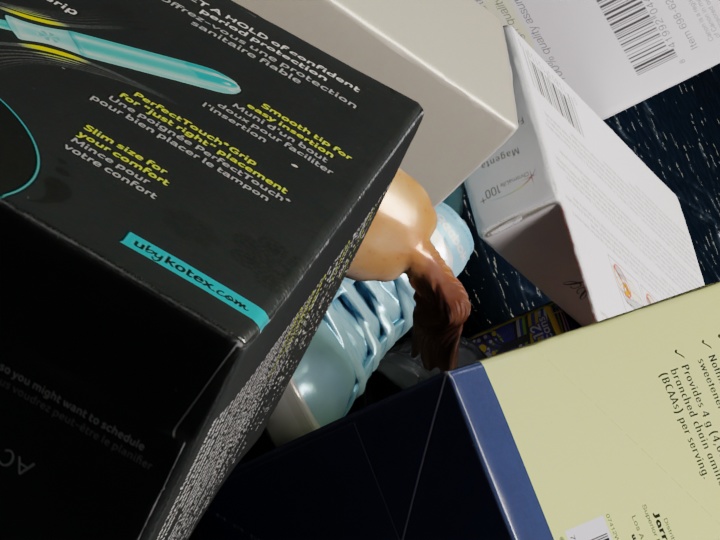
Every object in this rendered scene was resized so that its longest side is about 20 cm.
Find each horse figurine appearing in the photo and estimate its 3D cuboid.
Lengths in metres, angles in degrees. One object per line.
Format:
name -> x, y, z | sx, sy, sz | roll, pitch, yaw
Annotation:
horse figurine -> -0.031, -0.032, 1.074 | 0.200, 0.050, 0.133 | 33, -6, -10

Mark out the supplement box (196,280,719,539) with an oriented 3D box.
supplement box -> 0.078, 0.128, 1.077 | 0.199, 0.134, 0.201 | -15, 82, -51

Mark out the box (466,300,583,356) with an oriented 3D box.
box -> 0.100, 0.116, 1.331 | 0.201, 0.070, 0.064 | 67, 18, 1

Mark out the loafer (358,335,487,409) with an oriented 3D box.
loafer -> 0.051, 0.122, 1.211 | 0.070, 0.068, 0.201 | -11, 75, -58

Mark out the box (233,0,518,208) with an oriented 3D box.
box -> -0.036, -0.105, 1.137 | 0.200, 0.068, 0.082 | 34, 29, -25

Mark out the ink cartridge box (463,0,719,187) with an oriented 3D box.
ink cartridge box -> 0.074, -0.140, 1.366 | 0.146, 0.199, 0.084 | 59, 17, -19

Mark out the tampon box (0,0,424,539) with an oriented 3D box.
tampon box -> -0.091, 0.000, 0.789 | 0.149, 0.127, 0.200 | 29, 23, 3

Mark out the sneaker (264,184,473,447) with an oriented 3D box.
sneaker -> 0.000, 0.000, 1.183 | 0.074, 0.082, 0.200 | 58, 21, -20

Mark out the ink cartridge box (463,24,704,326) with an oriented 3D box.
ink cartridge box -> 0.108, 0.010, 1.305 | 0.200, 0.043, 0.174 | 38, 34, -56
